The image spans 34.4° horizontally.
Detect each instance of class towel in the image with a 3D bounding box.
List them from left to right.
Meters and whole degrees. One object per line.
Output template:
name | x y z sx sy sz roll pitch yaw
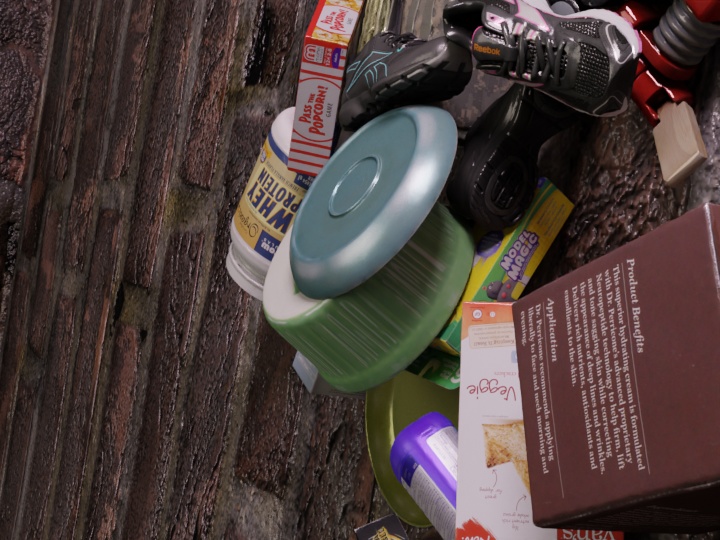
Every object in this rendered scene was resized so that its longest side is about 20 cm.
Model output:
towel | 0.019 -0.250 1.282 0.200 0.036 0.151 -75 -3 -81

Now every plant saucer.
plant saucer | 0.002 -0.067 1.001 0.200 0.027 0.202 -39 29 27
plant saucer | 0.064 0.151 1.158 0.199 0.031 0.203 -4 85 61

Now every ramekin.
ramekin | 0.000 0.000 1.062 0.199 0.097 0.201 -39 29 26

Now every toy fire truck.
toy fire truck | 0.244 -0.178 0.892 0.201 0.127 0.177 59 140 22

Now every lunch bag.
lunch bag | 0.081 -0.209 1.166 0.200 0.116 0.167 -165 84 -66

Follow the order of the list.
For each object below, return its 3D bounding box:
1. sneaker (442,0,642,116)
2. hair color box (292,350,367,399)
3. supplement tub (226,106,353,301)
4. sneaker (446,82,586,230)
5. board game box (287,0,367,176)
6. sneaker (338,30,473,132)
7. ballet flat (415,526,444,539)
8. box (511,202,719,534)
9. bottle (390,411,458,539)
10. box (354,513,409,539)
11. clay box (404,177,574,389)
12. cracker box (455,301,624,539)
sneaker | 0.132 -0.169 0.907 0.200 0.085 0.082 36 129 54
hair color box | 0.009 0.035 1.235 0.061 0.098 0.202 49 124 54
supplement tub | -0.067 -0.071 1.352 0.202 0.143 0.145 -63 34 28
sneaker | 0.138 -0.133 1.040 0.201 0.076 0.091 -55 26 -8
board game box | -0.030 -0.216 1.225 0.201 0.046 0.153 -77 -1 -54
sneaker | 0.032 -0.184 1.053 0.199 0.074 0.081 -17 72 60
ballet flat | 0.106 0.296 1.036 0.067 0.068 0.201 -43 41 7
box | 0.228 0.079 0.779 0.199 0.162 0.168 -31 55 53
bottle | 0.104 0.219 1.010 0.200 0.065 0.084 50 159 30
box | 0.059 0.343 1.038 0.201 0.045 0.160 -121 14 -48
clay box | 0.099 0.005 1.063 0.201 0.047 0.114 -56 28 -11
cracker box | 0.146 0.129 0.938 0.058 0.132 0.203 50 -139 -76
